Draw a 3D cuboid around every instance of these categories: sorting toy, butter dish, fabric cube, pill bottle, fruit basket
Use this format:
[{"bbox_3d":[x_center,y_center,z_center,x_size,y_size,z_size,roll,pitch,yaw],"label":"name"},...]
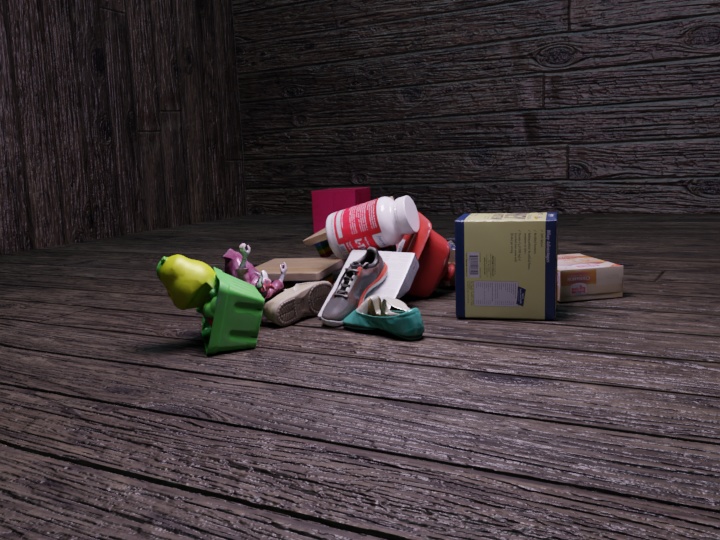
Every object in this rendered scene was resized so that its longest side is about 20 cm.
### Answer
[{"bbox_3d":[-0.160,0.021,1.816,0.198,0.070,0.199,0,11,18],"label":"sorting toy"},{"bbox_3d":[-0.022,-0.105,1.932,0.198,0.070,0.199,-32,9,-29],"label":"sorting toy"},{"bbox_3d":[0.155,-0.017,1.741,0.146,0.202,0.200,21,11,-13],"label":"butter dish"},{"bbox_3d":[-0.072,-0.230,2.976,0.198,0.202,0.196,1,8,21],"label":"fabric cube"},{"bbox_3d":[0.029,-0.102,1.676,0.198,0.114,0.112,-16,3,25],"label":"pill bottle"},{"bbox_3d":[-0.291,0.059,1.377,0.213,0.157,0.216,12,5,-1],"label":"fruit basket"}]

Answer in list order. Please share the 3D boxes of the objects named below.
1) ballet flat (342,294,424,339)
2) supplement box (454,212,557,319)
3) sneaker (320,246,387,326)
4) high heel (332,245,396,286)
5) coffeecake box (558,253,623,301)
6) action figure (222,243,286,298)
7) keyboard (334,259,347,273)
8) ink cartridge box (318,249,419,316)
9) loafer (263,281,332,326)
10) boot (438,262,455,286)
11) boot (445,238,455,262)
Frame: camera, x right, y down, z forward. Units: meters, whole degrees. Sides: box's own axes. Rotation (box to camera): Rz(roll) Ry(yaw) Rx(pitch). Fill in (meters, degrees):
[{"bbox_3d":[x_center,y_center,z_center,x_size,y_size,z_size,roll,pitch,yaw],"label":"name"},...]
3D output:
[{"bbox_3d":[0.043,0.083,1.403,0.067,0.071,0.199,-12,13,-43],"label":"ballet flat"},{"bbox_3d":[0.300,-0.012,1.498,0.197,0.203,0.134,1,11,16],"label":"supplement box"},{"bbox_3d":[-0.022,0.026,1.513,0.076,0.082,0.200,15,52,35],"label":"sneaker"},{"bbox_3d":[0.000,0.000,1.729,0.198,0.072,0.143,-27,30,11],"label":"high heel"},{"bbox_3d":[0.482,0.014,1.684,0.152,0.074,0.200,-4,10,-11],"label":"coffeecake box"},{"bbox_3d":[-0.238,0.026,1.547,0.133,0.150,0.200,29,-1,-30],"label":"action figure"},{"bbox_3d":[-0.042,-0.023,1.912,0.199,0.011,0.056,-33,17,23],"label":"keyboard"},{"bbox_3d":[0.020,0.042,1.578,0.161,0.057,0.201,4,53,29],"label":"ink cartridge box"},{"bbox_3d":[-0.132,0.063,1.564,0.068,0.077,0.199,10,16,34],"label":"loafer"},{"bbox_3d":[0.272,0.012,1.783,0.106,0.076,0.199,0,7,-29],"label":"boot"},{"bbox_3d":[0.259,-0.039,1.916,0.198,0.098,0.075,-9,12,35],"label":"boot"}]
